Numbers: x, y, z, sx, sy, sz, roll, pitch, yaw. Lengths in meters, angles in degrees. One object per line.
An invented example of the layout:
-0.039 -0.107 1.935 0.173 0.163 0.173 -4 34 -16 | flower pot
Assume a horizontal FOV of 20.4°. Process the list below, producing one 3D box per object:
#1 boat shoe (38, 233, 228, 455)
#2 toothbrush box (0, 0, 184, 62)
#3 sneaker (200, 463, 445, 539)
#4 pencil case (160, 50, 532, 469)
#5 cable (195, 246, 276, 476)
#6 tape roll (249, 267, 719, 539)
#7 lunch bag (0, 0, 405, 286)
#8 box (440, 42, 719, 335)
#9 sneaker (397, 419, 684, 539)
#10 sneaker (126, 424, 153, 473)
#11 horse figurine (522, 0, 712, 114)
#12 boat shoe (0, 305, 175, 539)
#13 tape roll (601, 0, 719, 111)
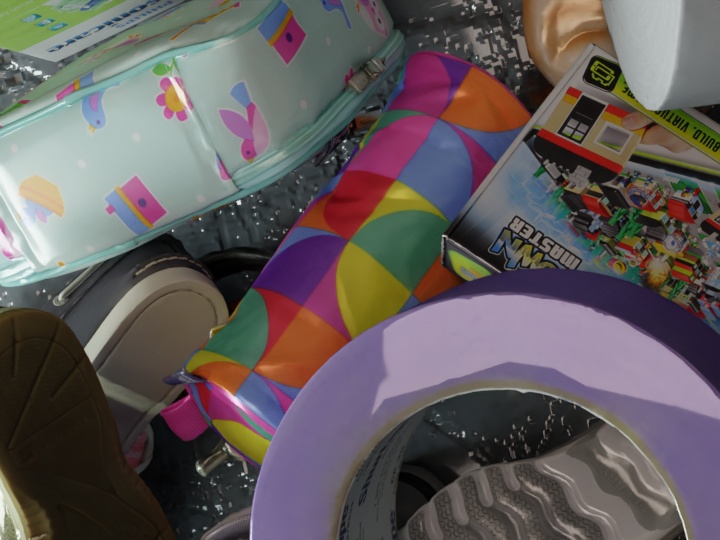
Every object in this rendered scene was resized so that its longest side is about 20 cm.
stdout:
-0.142 0.062 0.904 0.200 0.073 0.063 -44 42 10 | boat shoe
-0.174 -0.189 0.912 0.086 0.200 0.147 -22 80 16 | toothbrush box
-0.056 0.150 0.900 0.199 0.115 0.075 -31 78 16 | sneaker
0.000 0.000 0.867 0.088 0.089 0.200 33 72 18 | pencil case
-0.004 0.017 0.939 0.199 0.050 0.098 -23 63 5 | cable
0.065 0.102 0.751 0.199 0.085 0.202 2 96 17 | tape roll
-0.078 -0.073 0.888 0.199 0.160 0.077 -21 105 28 | lunch bag
0.144 0.006 0.808 0.199 0.035 0.110 34 73 13 | box
0.098 0.107 0.847 0.199 0.082 0.075 -30 69 1 | sneaker
-0.151 0.122 0.956 0.104 0.075 0.202 -10 80 24 | sneaker
0.124 -0.097 0.882 0.132 0.050 0.201 -28 81 10 | horse figurine
-0.130 0.100 0.849 0.066 0.072 0.202 25 137 52 | boat shoe
0.130 -0.164 0.760 0.066 0.200 0.202 -8 85 -2 | tape roll
